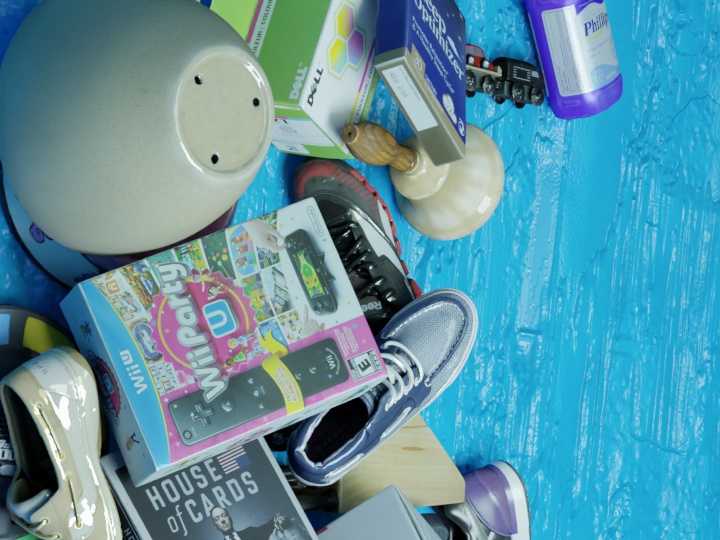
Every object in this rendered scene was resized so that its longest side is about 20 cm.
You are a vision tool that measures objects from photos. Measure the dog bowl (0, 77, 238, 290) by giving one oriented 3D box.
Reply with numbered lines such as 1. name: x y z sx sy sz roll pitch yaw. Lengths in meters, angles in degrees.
1. dog bowl: -0.172 -0.080 1.655 0.199 0.073 0.202 -2 93 -45

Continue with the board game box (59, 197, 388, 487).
1. board game box: -0.099 0.051 1.601 0.199 0.064 0.148 -21 84 -26

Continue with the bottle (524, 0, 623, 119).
1. bottle: 0.189 -0.244 2.009 0.083 0.065 0.201 -39 119 -57

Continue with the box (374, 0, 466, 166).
1. box: 0.050 -0.198 1.788 0.121 0.032 0.201 55 26 -42

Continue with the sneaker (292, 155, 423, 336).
1. sneaker: 0.000 0.000 1.800 0.202 0.070 0.098 64 15 -13

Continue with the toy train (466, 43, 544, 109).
1. toy train: 0.095 -0.180 1.944 0.199 0.034 0.046 8 83 -45

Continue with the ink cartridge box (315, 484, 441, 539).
1. ink cartridge box: 0.020 0.283 1.775 0.145 0.083 0.200 -32 140 4

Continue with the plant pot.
1. plant pot: -0.139 -0.109 1.543 0.199 0.134 0.202 -2 94 -44

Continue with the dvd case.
1. dvd case: -0.099 0.205 1.627 0.150 0.025 0.201 -23 81 -44

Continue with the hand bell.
1. hand bell: 0.033 -0.091 1.796 0.200 0.103 0.105 17 79 -62

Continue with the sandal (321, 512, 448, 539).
1. sandal: -0.017 0.225 1.799 0.199 0.076 0.043 -7 55 -26

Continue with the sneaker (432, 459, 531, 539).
1. sneaker: 0.109 0.277 1.962 0.087 0.076 0.202 -18 100 -28

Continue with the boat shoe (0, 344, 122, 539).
1. boat shoe: -0.221 0.156 1.567 0.069 0.073 0.202 -19 108 -38

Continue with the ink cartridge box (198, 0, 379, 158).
1. ink cartridge box: -0.056 -0.196 1.727 0.200 0.075 0.149 42 61 -58

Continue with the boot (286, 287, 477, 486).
1. boot: 0.023 0.090 1.712 0.073 0.090 0.200 41 80 3

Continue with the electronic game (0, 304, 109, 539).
1. electronic game: -0.263 0.125 1.593 0.199 0.041 0.202 -2 93 -45

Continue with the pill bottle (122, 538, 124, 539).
1. pill bottle: -0.152 0.260 1.658 0.200 0.112 0.113 -54 126 -29

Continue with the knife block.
1. knife block: -0.017 0.177 1.825 0.176 0.064 0.201 -53 126 -29
